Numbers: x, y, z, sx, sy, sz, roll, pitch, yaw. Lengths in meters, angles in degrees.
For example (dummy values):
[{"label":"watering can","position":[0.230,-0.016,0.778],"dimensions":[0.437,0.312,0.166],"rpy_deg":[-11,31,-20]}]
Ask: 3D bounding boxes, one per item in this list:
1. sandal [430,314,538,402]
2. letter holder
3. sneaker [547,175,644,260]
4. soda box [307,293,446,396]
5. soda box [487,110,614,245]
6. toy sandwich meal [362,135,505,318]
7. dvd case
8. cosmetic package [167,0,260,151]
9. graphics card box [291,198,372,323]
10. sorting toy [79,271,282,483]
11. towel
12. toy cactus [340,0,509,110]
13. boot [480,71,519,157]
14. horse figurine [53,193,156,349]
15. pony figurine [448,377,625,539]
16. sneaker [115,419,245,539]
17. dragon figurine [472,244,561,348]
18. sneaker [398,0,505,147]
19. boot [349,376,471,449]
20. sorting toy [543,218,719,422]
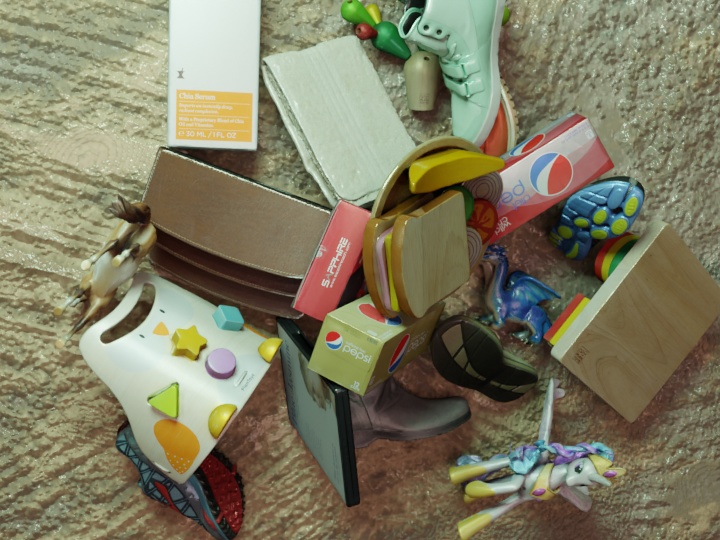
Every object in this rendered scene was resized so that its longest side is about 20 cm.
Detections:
[{"label":"sandal","position":[0.143,0.103,1.137],"dimensions":[0.080,0.057,0.201],"rpy_deg":[-33,140,17]},{"label":"letter holder","position":[-0.140,-0.033,1.045],"dimensions":[0.200,0.101,0.142],"rpy_deg":[21,94,4]},{"label":"sneaker","position":[0.275,-0.073,1.099],"dimensions":[0.071,0.200,0.083],"rpy_deg":[37,77,4]},{"label":"soda box","position":[0.023,0.067,1.011],"dimensions":[0.068,0.200,0.064],"rpy_deg":[25,109,17]},{"label":"soda box","position":[0.180,-0.097,1.077],"dimensions":[0.200,0.063,0.070],"rpy_deg":[-33,107,6]},{"label":"toy sandwich meal","position":[0.085,-0.041,0.971],"dimensions":[0.205,0.070,0.205],"rpy_deg":[-18,119,-36]},{"label":"dvd case","position":[-0.050,0.148,1.044],"dimensions":[0.018,0.200,0.143],"rpy_deg":[-14,114,-18]},{"label":"cosmetic package","position":[-0.164,-0.235,1.056],"dimensions":[0.101,0.071,0.200],"rpy_deg":[0,96,-10]},{"label":"graphics card box","position":[0.000,0.000,1.053],"dimensions":[0.051,0.200,0.126],"rpy_deg":[24,91,17]},{"label":"sorting toy","position":[-0.200,0.091,1.032],"dimensions":[0.180,0.107,0.200],"rpy_deg":[36,54,-5]},{"label":"towel","position":[-0.016,-0.166,1.072],"dimensions":[0.132,0.034,0.200],"rpy_deg":[-23,83,-31]},{"label":"toy cactus","position":[0.080,-0.268,1.095],"dimensions":[0.200,0.102,0.165],"rpy_deg":[-5,108,-18]},{"label":"boot","position":[0.132,-0.148,1.123],"dimensions":[0.107,0.075,0.200],"rpy_deg":[-8,99,-5]},{"label":"horse figurine","position":[-0.264,-0.005,0.994],"dimensions":[0.050,0.133,0.200],"rpy_deg":[36,118,-5]},{"label":"pony figurine","position":[0.212,0.240,1.141],"dimensions":[0.200,0.193,0.167],"rpy_deg":[-20,97,12]},{"label":"sneaker","position":[-0.211,0.240,1.115],"dimensions":[0.095,0.079,0.200],"rpy_deg":[-18,116,27]},{"label":"dragon figurine","position":[0.205,0.036,1.163],"dimensions":[0.200,0.059,0.099],"rpy_deg":[26,92,-11]},{"label":"sneaker","position":[0.089,-0.228,1.029],"dimensions":[0.118,0.074,0.201],"rpy_deg":[-8,112,-25]},{"label":"boot","position":[0.034,0.138,1.142],"dimensions":[0.200,0.070,0.132],"rpy_deg":[-9,93,-14]},{"label":"sorting toy","position":[0.326,0.056,1.150],"dimensions":[0.199,0.070,0.200],"rpy_deg":[-52,130,1]}]
